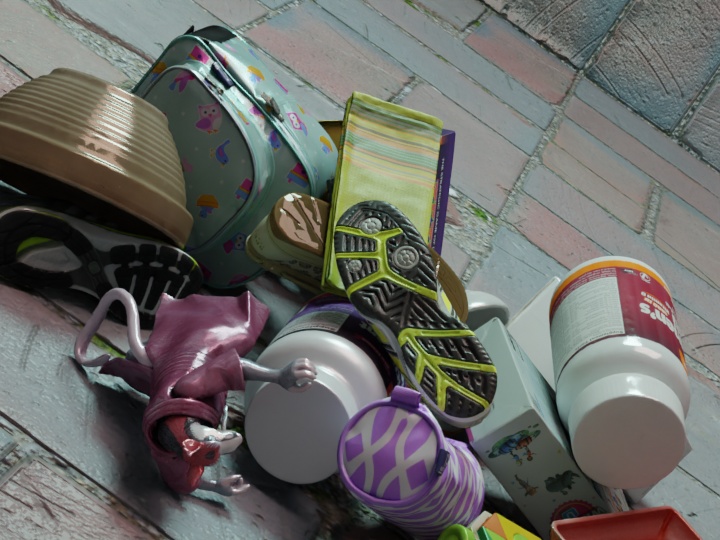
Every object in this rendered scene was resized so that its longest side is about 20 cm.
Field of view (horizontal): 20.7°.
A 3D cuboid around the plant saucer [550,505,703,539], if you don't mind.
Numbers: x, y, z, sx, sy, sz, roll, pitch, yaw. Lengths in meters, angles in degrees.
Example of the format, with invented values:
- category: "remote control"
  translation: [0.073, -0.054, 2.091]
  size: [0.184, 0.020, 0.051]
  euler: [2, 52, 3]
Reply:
- category: "plant saucer"
  translation: [0.246, 0.269, 1.504]
  size: [0.199, 0.037, 0.200]
  euler: [4, 39, -54]

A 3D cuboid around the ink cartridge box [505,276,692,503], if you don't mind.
- category: "ink cartridge box"
  translation: [0.218, 0.113, 1.824]
  size: [0.146, 0.084, 0.200]
  euler: [46, -3, 29]

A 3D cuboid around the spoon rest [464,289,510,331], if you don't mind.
- category: "spoon rest"
  translation: [0.097, 0.066, 1.813]
  size: [0.200, 0.099, 0.061]
  euler: [51, 15, -74]

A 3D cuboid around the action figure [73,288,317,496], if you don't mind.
- category: "action figure"
  translation: [-0.119, 0.075, 1.358]
  size: [0.148, 0.135, 0.200]
  euler: [26, 20, -11]

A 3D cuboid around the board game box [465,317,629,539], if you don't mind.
- category: "board game box"
  translation: [0.155, 0.157, 1.632]
  size: [0.200, 0.064, 0.148]
  euler: [51, 12, -26]

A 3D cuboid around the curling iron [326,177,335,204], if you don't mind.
- category: "curling iron"
  translation: [-0.004, 0.020, 1.669]
  size: [0.025, 0.202, 0.049]
  euler: [-7, 0, 35]

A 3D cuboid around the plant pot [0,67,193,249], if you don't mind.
- category: "plant pot"
  translation: [-0.213, -0.097, 1.558]
  size: [0.199, 0.093, 0.201]
  euler: [23, -8, 3]

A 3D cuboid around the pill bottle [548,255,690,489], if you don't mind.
- category: "pill bottle"
  translation: [0.212, 0.083, 1.615]
  size: [0.109, 0.110, 0.201]
  euler: [30, 28, -15]

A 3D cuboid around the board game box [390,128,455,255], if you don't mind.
- category: "board game box"
  translation: [0.028, -0.024, 1.762]
  size: [0.056, 0.202, 0.165]
  euler: [10, 12, 18]

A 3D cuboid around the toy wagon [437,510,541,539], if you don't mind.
- category: "toy wagon"
  translation: [0.133, 0.266, 1.434]
  size: [0.155, 0.040, 0.201]
  euler: [33, 23, -37]

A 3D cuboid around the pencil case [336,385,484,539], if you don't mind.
- category: "pencil case"
  translation: [0.040, 0.146, 1.448]
  size: [0.083, 0.086, 0.200]
  euler: [8, -15, 14]

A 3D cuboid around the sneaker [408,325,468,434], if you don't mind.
- category: "sneaker"
  translation: [0.093, 0.089, 1.735]
  size: [0.075, 0.093, 0.200]
  euler: [10, 6, 25]

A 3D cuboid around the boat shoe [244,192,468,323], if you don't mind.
- category: "boat shoe"
  translation: [0.000, 0.000, 1.634]
  size: [0.199, 0.063, 0.074]
  euler: [28, 47, -22]

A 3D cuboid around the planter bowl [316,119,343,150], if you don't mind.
- category: "planter bowl"
  translation: [-0.052, -0.065, 1.836]
  size: [0.199, 0.199, 0.084]
  euler: [11, 64, -51]

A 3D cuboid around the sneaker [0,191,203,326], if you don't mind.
- category: "sneaker"
  translation: [-0.209, -0.018, 1.539]
  size: [0.199, 0.074, 0.081]
  euler: [24, 17, -37]

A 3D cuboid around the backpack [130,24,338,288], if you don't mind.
- category: "backpack"
  translation: [-0.123, -0.088, 1.697]
  size: [0.200, 0.176, 0.153]
  euler: [43, 20, -4]

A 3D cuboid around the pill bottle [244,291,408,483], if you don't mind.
- category: "pill bottle"
  translation: [-0.027, 0.091, 1.517]
  size: [0.111, 0.112, 0.200]
  euler: [35, 18, 1]

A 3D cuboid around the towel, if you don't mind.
- category: "towel"
  translation: [0.019, -0.058, 1.612]
  size: [0.085, 0.018, 0.202]
  euler: [14, 53, -8]

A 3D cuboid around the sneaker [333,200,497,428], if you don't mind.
- category: "sneaker"
  translation: [0.036, 0.038, 1.506]
  size: [0.077, 0.075, 0.201]
  euler: [87, -22, -65]
